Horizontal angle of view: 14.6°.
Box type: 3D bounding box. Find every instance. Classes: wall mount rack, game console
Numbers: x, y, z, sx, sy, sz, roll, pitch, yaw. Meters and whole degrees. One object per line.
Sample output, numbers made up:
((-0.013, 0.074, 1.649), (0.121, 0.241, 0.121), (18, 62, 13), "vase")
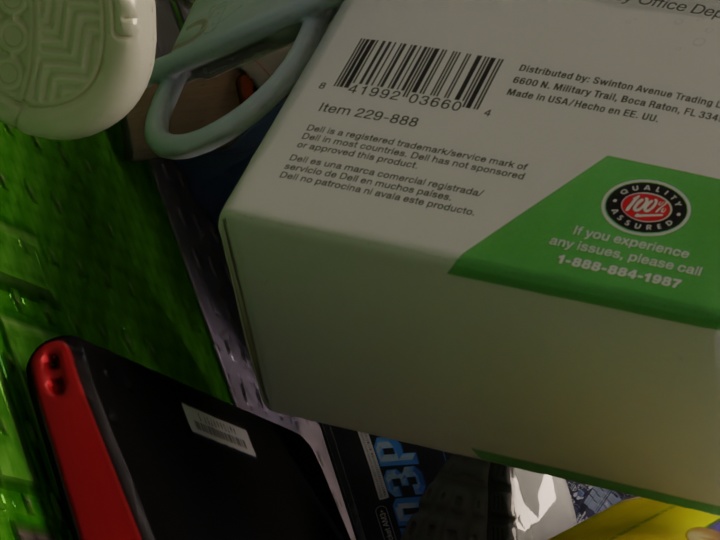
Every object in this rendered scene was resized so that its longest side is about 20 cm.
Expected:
((-0.016, -0.131, 0.844), (0.075, 0.173, 0.201), (49, 40, -27), "wall mount rack")
((-0.025, 0.115, 0.779), (0.178, 0.031, 0.200), (67, 11, 18), "game console")

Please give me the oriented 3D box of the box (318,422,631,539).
((0.074, 0.064, 0.896), (0.046, 0.158, 0.201), (-105, 178, -64), "box")

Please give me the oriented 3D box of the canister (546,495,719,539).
((0.093, 0.133, 0.781), (0.200, 0.086, 0.149), (-18, 97, -55), "canister")

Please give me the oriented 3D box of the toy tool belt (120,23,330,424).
((0.000, 0.000, 0.950), (0.123, 0.125, 0.201), (-38, 105, -38), "toy tool belt")

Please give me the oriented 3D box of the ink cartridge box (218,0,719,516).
((0.069, -0.044, 0.793), (0.084, 0.145, 0.200), (78, 31, -45), "ink cartridge box")

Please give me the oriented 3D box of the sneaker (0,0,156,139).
((-0.099, -0.134, 0.792), (0.201, 0.077, 0.111), (61, 21, 3), "sneaker")

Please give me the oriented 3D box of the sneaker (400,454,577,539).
((0.065, 0.142, 0.871), (0.074, 0.087, 0.201), (17, -60, 59), "sneaker")
